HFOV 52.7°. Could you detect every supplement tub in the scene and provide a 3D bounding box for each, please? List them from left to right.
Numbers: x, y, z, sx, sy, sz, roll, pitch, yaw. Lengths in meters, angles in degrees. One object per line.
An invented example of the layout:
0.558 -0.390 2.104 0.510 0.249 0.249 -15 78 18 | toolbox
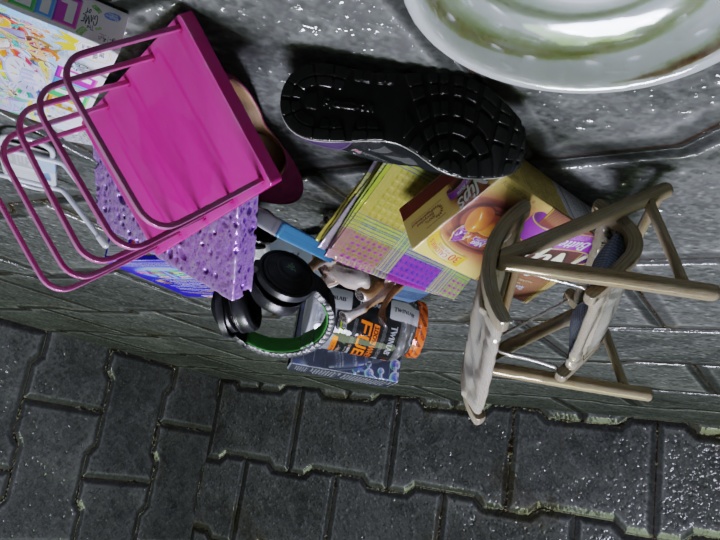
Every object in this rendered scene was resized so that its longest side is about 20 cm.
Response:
0.006 0.082 1.220 0.197 0.124 0.123 11 165 -10 | supplement tub

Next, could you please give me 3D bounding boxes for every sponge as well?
-0.180 -0.062 0.691 0.198 0.113 0.030 26 -147 27 | sponge

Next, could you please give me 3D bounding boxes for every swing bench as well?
0.192 0.037 0.693 0.197 0.131 0.200 -6 145 -4 | swing bench

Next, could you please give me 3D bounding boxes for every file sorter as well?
-0.190 -0.079 0.572 0.199 0.140 0.125 -21 -170 46 | file sorter

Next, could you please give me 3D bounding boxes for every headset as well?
-0.109 0.014 0.784 0.122 0.095 0.200 -26 129 21 | headset

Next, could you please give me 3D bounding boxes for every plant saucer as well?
0.120 -0.165 0.383 0.197 0.051 0.200 9 164 2 | plant saucer

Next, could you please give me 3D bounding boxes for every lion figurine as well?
0.000 0.000 0.853 0.122 0.073 0.199 -27 -139 -33 | lion figurine

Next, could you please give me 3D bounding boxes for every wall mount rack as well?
-0.388 -0.095 0.899 0.171 0.076 0.200 14 165 -19 | wall mount rack

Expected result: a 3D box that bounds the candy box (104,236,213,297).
-0.255 -0.017 1.106 0.167 0.078 0.200 1 162 25 | candy box

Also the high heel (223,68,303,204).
-0.094 -0.112 0.662 0.095 0.068 0.199 11 166 39 | high heel

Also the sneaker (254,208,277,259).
-0.144 -0.035 0.926 0.114 0.077 0.200 20 169 27 | sneaker

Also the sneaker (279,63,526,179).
0.035 -0.121 0.597 0.197 0.077 0.088 14 180 -2 | sneaker

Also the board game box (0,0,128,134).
-0.281 -0.180 0.599 0.133 0.035 0.199 16 163 -26 | board game box

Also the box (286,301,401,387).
-0.024 0.121 1.331 0.197 0.151 0.107 11 166 -7 | box

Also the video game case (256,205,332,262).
-0.129 -0.072 0.757 0.198 0.018 0.143 30 -179 21 | video game case

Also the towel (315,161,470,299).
0.066 -0.048 0.752 0.198 0.023 0.144 20 118 -36 | towel

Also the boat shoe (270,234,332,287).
-0.060 -0.009 1.031 0.090 0.072 0.199 16 176 -39 | boat shoe

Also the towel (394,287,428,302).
0.060 -0.001 1.028 0.110 0.049 0.200 12 166 -10 | towel

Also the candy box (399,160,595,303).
0.147 -0.042 0.721 0.199 0.057 0.116 24 129 -40 | candy box

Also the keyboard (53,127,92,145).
-0.231 -0.135 0.785 0.197 0.011 0.056 10 165 0 | keyboard
